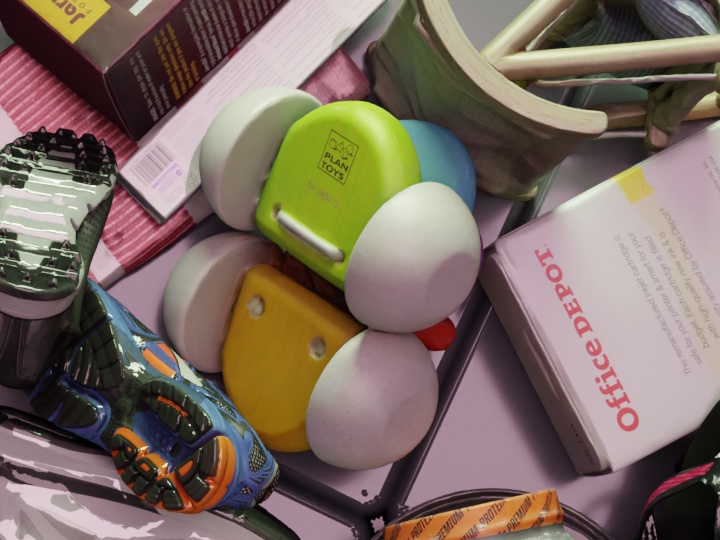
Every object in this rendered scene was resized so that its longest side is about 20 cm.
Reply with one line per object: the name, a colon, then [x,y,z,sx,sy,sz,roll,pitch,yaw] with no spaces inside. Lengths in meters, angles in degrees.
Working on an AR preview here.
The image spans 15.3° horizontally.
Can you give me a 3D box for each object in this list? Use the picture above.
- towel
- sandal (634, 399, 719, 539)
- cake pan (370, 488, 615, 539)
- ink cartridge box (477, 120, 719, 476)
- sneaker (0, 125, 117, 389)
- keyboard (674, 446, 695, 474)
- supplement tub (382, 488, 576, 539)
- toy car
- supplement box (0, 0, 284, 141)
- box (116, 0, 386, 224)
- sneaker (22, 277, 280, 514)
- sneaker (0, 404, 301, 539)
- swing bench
towel: [-0.113,-0.100,1.519,0.200,0.023,0.144,-37,90,-9]
sandal: [0.177,0.148,1.435,0.075,0.045,0.200,36,99,35]
cake pan: [0.077,0.221,1.490,0.199,0.037,0.201,1,83,-7]
ink cartridge box: [0.182,0.008,1.508,0.200,0.083,0.145,-27,87,-10]
sneaker: [-0.173,-0.005,1.418,0.066,0.200,0.091,12,119,-4]
keyboard: [0.269,0.079,1.517,0.200,0.040,0.104,-31,129,-2]
supplement tub: [0.079,0.222,1.408,0.122,0.123,0.201,-13,84,-9]
toy car: [0.000,0.000,1.452,0.150,0.175,0.201,-10,124,-45]
supplement box: [-0.098,-0.185,1.466,0.110,0.086,0.200,40,77,21]
box: [-0.055,-0.108,1.496,0.041,0.039,0.200,44,81,-3]
sneaker: [-0.115,0.073,1.438,0.075,0.078,0.200,-54,48,10]
sneaker: [-0.137,0.158,1.465,0.200,0.076,0.116,21,93,-2]
swing bench: [0.121,-0.122,1.460,0.199,0.199,0.130,-25,86,-9]
